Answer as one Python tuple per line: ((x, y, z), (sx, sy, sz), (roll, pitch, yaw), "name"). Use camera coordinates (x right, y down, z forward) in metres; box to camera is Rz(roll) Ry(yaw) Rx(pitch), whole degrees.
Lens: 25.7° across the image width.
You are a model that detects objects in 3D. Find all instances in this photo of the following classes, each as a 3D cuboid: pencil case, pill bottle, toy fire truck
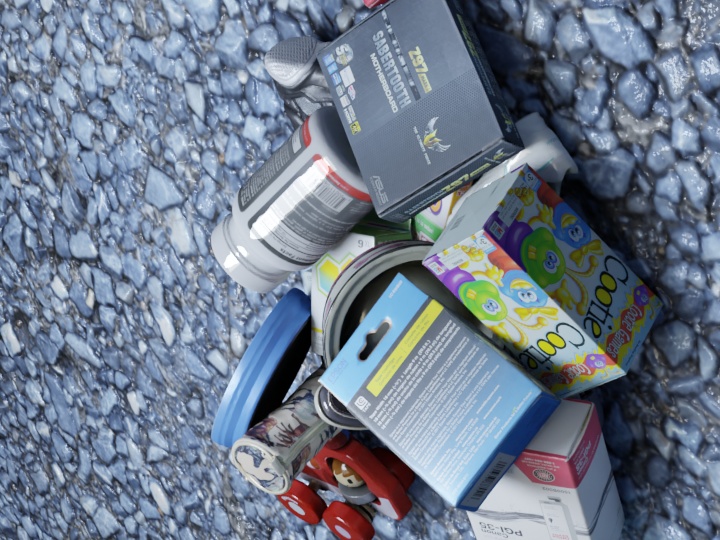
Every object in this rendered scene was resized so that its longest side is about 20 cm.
((-0.059, 0.171, 1.770), (0.089, 0.200, 0.078), (-28, 100, 48), "pencil case")
((-0.064, -0.072, 1.674), (0.200, 0.116, 0.116), (-42, 77, 30), "pill bottle")
((-0.036, 0.232, 1.907), (0.200, 0.112, 0.168), (18, 150, 42), "toy fire truck")

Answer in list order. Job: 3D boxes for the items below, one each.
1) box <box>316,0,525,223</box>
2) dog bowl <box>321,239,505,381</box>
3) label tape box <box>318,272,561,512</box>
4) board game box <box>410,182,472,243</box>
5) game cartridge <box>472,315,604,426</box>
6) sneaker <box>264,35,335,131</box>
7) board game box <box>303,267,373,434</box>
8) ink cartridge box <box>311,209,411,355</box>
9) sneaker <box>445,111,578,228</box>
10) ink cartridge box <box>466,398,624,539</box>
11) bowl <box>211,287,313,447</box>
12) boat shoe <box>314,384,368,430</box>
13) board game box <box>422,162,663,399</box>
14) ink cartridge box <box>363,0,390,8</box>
((0.057, -0.171, 1.571), (0.158, 0.051, 0.200), (-30, 69, 26), "box")
((0.049, 0.056, 1.645), (0.074, 0.200, 0.200), (-127, 27, -65), "dog bowl")
((0.078, 0.119, 1.567), (0.200, 0.063, 0.144), (41, 98, 29), "label tape box")
((0.079, -0.081, 1.687), (0.096, 0.030, 0.200), (56, 144, 41), "board game box")
((0.175, 0.083, 1.686), (0.133, 0.041, 0.200), (-13, 101, 48), "game cartridge")
((-0.010, -0.182, 1.720), (0.200, 0.075, 0.114), (20, 140, 29), "sneaker")
((0.020, 0.092, 1.848), (0.147, 0.064, 0.200), (11, 120, 47), "board game box")
((0.000, 0.000, 1.732), (0.104, 0.059, 0.200), (12, 105, 47), "ink cartridge box")
((0.150, -0.067, 1.600), (0.080, 0.070, 0.200), (47, 139, 16), "sneaker")
((0.183, 0.220, 1.644), (0.146, 0.083, 0.200), (6, 137, 28), "ink cartridge box")
((-0.104, 0.116, 1.805), (0.039, 0.201, 0.201), (27, 134, 7), "bowl")
((0.045, 0.127, 1.732), (0.063, 0.200, 0.073), (-39, 61, 55), "boat shoe")
((0.179, 0.012, 1.532), (0.200, 0.105, 0.103), (44, 143, -12), "board game box")
((0.051, -0.369, 1.524), (0.200, 0.083, 0.146), (-31, 86, 52), "ink cartridge box")
